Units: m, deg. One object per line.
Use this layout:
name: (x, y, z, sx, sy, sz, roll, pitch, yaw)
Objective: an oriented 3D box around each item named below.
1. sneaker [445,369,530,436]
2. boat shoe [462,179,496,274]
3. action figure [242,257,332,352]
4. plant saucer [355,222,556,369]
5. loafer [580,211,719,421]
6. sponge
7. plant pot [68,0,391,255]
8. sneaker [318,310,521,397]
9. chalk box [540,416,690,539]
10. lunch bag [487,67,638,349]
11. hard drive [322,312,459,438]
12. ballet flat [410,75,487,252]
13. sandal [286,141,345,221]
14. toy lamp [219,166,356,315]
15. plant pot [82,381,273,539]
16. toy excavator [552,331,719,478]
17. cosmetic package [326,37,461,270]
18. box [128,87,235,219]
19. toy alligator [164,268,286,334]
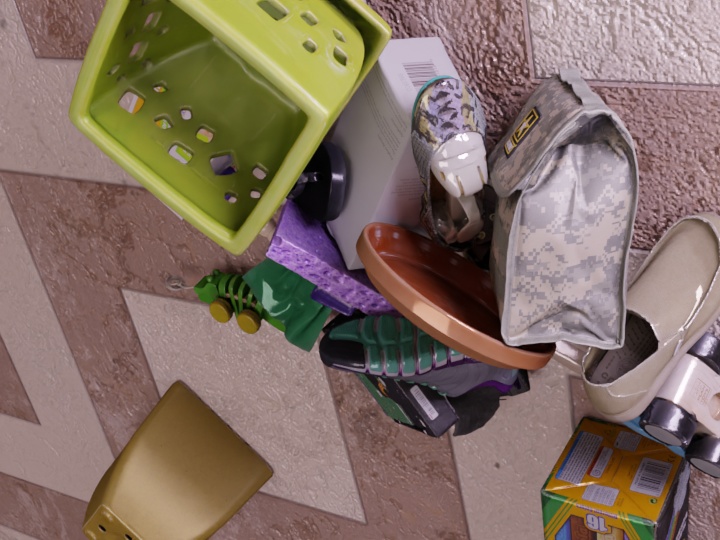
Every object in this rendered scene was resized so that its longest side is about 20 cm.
sneaker: (0.111, 0.094, 1.132, 0.103, 0.061, 0.201, -17, 133, 17)
boat shoe: (0.134, -0.030, 1.053, 0.200, 0.060, 0.073, 33, 138, 11)
action figure: (-0.043, -0.008, 1.209, 0.118, 0.055, 0.200, 44, 131, 1)
plant saucer: (0.081, 0.026, 0.954, 0.199, 0.200, 0.033, 34, 107, 10)
loafer: (0.257, 0.038, 0.936, 0.075, 0.202, 0.068, 31, -176, 39)
sponge: (0.000, 0.000, 1.103, 0.198, 0.112, 0.030, 31, 115, -11)
plant pot: (-0.101, -0.173, 0.924, 0.198, 0.182, 0.200, 39, 137, -2)
sneaker: (0.060, 0.095, 1.047, 0.196, 0.075, 0.089, -2, 128, 8)
chalk box: (0.272, 0.281, 1.147, 0.122, 0.125, 0.203, 12, 128, 29)
lunch bag: (0.165, -0.058, 0.902, 0.115, 0.164, 0.204, 2, 109, 1)
hard drive: (0.029, 0.109, 1.187, 0.140, 0.038, 0.200, 53, 168, -6)
ballet flat: (0.085, -0.081, 0.932, 0.071, 0.073, 0.201, 24, 153, 19)
sandal: (-0.067, -0.100, 1.086, 0.200, 0.042, 0.077, 35, 126, 58)
toy lamp: (-0.078, -0.027, 1.151, 0.199, 0.058, 0.058, 38, 137, 4)
plant pot: (-0.281, 0.323, 1.542, 0.194, 0.200, 0.196, 43, 138, 0)
toy excavator: (0.256, 0.105, 1.039, 0.193, 0.101, 0.199, 36, 164, -21)
cosmetic package: (0.030, -0.106, 1.026, 0.114, 0.080, 0.201, 66, 150, 30)
box: (-0.170, -0.169, 1.143, 0.112, 0.101, 0.201, 40, 137, 3)
toy alligator: (-0.163, 0.024, 1.320, 0.197, 0.059, 0.055, 20, 133, 24)
